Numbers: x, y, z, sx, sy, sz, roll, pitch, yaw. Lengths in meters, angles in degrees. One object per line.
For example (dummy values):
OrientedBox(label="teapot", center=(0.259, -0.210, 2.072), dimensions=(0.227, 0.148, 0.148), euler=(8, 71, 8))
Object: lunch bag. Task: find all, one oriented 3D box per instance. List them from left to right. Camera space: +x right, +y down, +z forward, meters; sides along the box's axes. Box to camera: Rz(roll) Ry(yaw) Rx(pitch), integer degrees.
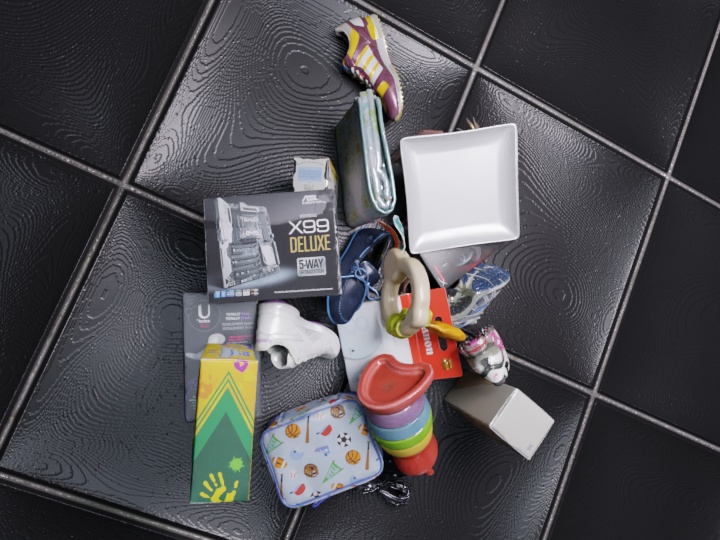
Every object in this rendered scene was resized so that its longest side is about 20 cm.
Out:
OrientedBox(label="lunch bag", center=(-0.066, 0.308, 0.870), dimensions=(0.199, 0.076, 0.161), euler=(-21, 92, 2))

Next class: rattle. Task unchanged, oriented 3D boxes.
OrientedBox(label="rattle", center=(0.104, 0.010, 0.844), dimensions=(0.142, 0.130, 0.201), euler=(-1, 63, -10))

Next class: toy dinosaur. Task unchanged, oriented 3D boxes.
OrientedBox(label="toy dinosaur", center=(0.146, -0.226, 0.923), dimensions=(0.198, 0.135, 0.087), euler=(-1, 89, -13))

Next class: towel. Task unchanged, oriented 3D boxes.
OrientedBox(label="towel", center=(0.005, -0.183, 0.871), dimensions=(0.048, 0.171, 0.202), euler=(-6, 89, -15))

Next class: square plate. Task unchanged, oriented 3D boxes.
OrientedBox(label="square plate", center=(0.172, -0.139, 0.874), dimensions=(0.198, 0.028, 0.200), euler=(-8, 108, -3))

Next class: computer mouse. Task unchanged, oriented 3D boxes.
OrientedBox(label="computer mouse", center=(0.060, 0.317, 0.934), dimensions=(0.138, 0.053, 0.201), euler=(24, 93, -9))

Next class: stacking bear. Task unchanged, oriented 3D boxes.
OrientedBox(label="stacking bear", center=(0.074, 0.256, 0.842), dimensions=(0.114, 0.121, 0.201), euler=(-44, 126, -37))

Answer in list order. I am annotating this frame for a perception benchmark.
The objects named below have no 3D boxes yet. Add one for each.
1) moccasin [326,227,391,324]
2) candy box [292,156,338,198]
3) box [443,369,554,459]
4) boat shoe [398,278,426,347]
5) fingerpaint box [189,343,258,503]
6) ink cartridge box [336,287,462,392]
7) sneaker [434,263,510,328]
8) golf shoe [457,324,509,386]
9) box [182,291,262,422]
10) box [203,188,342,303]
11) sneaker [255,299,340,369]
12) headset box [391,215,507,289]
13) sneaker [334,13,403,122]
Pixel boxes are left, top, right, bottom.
OrientedBox(label="moccasin", center=(0.000, 0.000, 0.875), dimensions=(0.081, 0.068, 0.201), euler=(54, 46, -47))
OrientedBox(label="candy box", center=(-0.076, -0.077, 0.862), dimensions=(0.060, 0.136, 0.202), euler=(1, 88, 4))
OrientedBox(label="box", center=(0.235, 0.246, 0.896), dimensions=(0.095, 0.200, 0.078), euler=(41, 80, -9))
OrientedBox(label="boat shoe", center=(0.097, 0.111, 0.936), dimensions=(0.070, 0.070, 0.202), euler=(-14, 93, -17))
OrientedBox(label="fingerpaint box", center=(-0.185, 0.191, 0.690), dimensions=(0.073, 0.200, 0.168), euler=(4, 87, -14))
OrientedBox(label="ink cartridge box", center=(0.063, 0.126, 0.891), dimensions=(0.199, 0.047, 0.161), euler=(-11, 90, 20))
OrientedBox(label="sneaker", center=(0.207, 0.056, 0.967), dimensions=(0.199, 0.077, 0.086), euler=(-30, 137, -29))
OrientedBox(label="golf shoe", center=(0.223, 0.153, 0.904), dimensions=(0.072, 0.200, 0.092), euler=(-34, 82, 15))
OrientedBox(label="box", center=(-0.227, 0.134, 0.840), dimensions=(0.121, 0.106, 0.202), euler=(-1, 88, -15))
OrientedBox(label="box", center=(-0.130, -0.035, 0.769), dimensions=(0.198, 0.050, 0.159), euler=(-3, 86, 3))
OrientedBox(label="sneaker", center=(-0.108, 0.124, 0.847), dimensions=(0.200, 0.074, 0.100), euler=(38, 53, -47))
OrientedBox(label="headset box", center=(0.178, -0.078, 0.957), dimensions=(0.199, 0.077, 0.149), euler=(-35, 96, -10))
OrientedBox(label="sneaker", center=(0.015, -0.362, 0.935), dimensions=(0.089, 0.075, 0.201), euler=(-17, 86, -5))
